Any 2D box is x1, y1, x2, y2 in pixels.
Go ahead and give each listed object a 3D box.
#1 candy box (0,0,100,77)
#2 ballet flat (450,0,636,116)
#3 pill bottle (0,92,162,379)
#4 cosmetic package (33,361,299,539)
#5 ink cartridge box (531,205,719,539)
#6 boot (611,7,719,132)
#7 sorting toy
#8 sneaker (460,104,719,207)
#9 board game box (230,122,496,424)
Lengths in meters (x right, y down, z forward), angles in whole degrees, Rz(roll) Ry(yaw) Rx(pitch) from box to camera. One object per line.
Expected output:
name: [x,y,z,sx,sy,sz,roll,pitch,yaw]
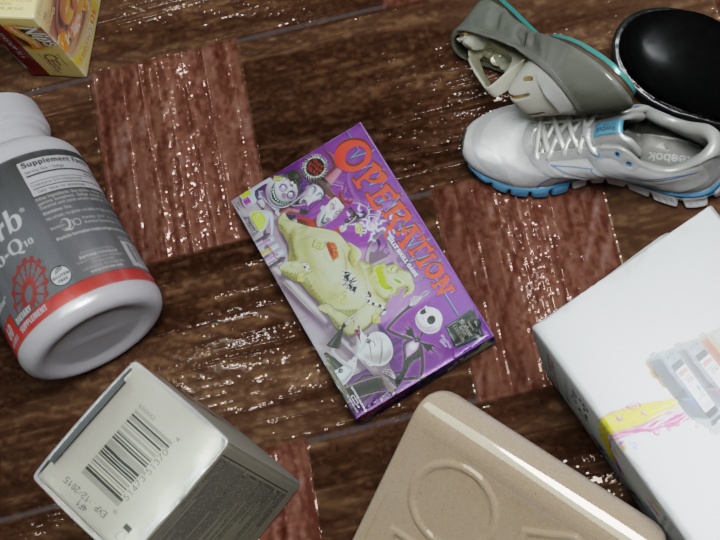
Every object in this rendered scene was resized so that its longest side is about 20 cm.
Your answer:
candy box: [-0.246,-0.270,1.132,0.055,0.115,0.200,4,75,10]
ballet flat: [0.126,-0.143,1.020,0.064,0.067,0.200,-44,35,2]
pill bottle: [-0.243,-0.028,1.063,0.116,0.116,0.200,-33,71,0]
cosmetic package: [-0.123,0.142,0.949,0.087,0.200,0.103,38,83,19]
ink cartridge box: [0.228,0.090,0.928,0.145,0.145,0.200,-33,71,0]
boot: [0.274,-0.151,0.980,0.211,0.158,0.080,27,81,16]
sorting toy: [0.085,0.205,0.949,0.185,0.036,0.200,32,112,17]
sneaker: [0.170,-0.096,1.023,0.200,0.087,0.075,3,77,13]
board game box: [0.000,0.000,1.058,0.120,0.032,0.200,-30,71,-4]
